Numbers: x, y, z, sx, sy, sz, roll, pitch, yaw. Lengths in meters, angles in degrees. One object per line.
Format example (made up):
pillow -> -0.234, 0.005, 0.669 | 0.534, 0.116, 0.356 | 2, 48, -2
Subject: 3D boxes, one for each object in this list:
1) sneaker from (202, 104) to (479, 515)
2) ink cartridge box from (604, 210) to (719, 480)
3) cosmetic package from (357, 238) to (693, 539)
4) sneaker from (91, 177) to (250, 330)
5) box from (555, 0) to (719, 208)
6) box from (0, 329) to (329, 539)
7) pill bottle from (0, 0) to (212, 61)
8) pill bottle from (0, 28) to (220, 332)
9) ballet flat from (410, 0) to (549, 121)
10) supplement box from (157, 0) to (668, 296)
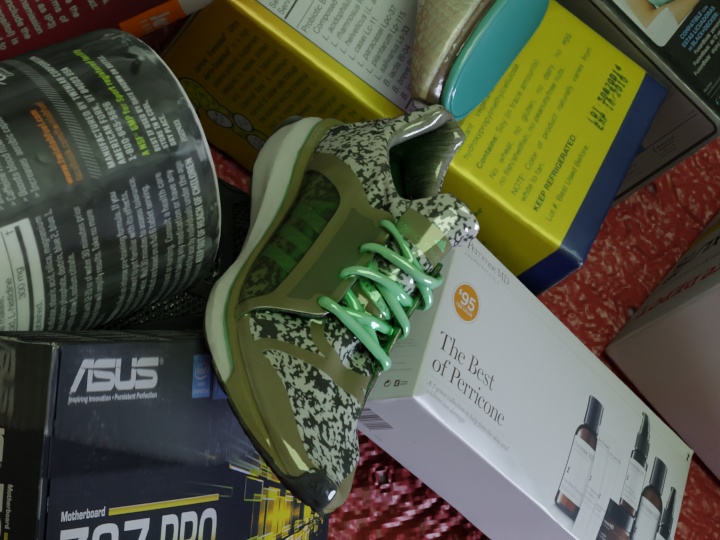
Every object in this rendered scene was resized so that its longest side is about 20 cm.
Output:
sneaker -> 0.000, 0.000, 0.777 | 0.077, 0.088, 0.201 | 46, 33, -33
ink cartridge box -> 0.250, 0.008, 0.994 | 0.146, 0.147, 0.200 | 46, 59, -4
cosmetic package -> 0.071, 0.068, 0.893 | 0.200, 0.050, 0.083 | 41, 53, -39
sneaker -> -0.112, 0.025, 0.860 | 0.114, 0.076, 0.200 | 40, 57, -5
box -> 0.091, -0.134, 0.991 | 0.200, 0.117, 0.060 | 45, 62, -6
box -> -0.078, 0.103, 0.773 | 0.199, 0.049, 0.163 | 4, 90, -61
pill bottle -> -0.125, -0.138, 0.825 | 0.198, 0.113, 0.114 | -24, 81, 1
pill bottle -> -0.158, -0.011, 0.748 | 0.199, 0.106, 0.107 | -22, 82, -30
ballet flat -> 0.063, -0.139, 0.890 | 0.062, 0.068, 0.200 | 29, 57, 18
supplement box -> 0.019, -0.082, 0.940 | 0.199, 0.109, 0.109 | 36, 60, -10
